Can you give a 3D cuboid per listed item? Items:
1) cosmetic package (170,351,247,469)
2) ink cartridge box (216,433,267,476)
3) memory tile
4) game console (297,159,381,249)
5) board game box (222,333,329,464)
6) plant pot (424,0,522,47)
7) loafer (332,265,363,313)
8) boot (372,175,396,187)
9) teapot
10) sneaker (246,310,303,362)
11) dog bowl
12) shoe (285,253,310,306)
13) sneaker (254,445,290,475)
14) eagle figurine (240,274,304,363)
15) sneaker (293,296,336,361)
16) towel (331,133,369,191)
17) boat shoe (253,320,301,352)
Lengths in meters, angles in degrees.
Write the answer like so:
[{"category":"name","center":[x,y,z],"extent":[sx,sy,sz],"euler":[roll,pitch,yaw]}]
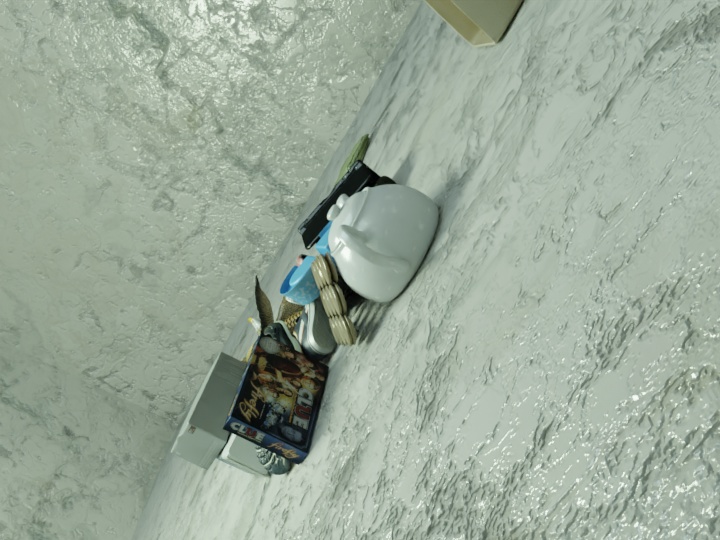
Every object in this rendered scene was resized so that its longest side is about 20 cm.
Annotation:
[{"category":"cosmetic package","center":[-0.282,0.268,1.558],"extent":[0.107,0.090,0.200],"euler":[-55,14,38]},{"category":"ink cartridge box","center":[-0.198,0.302,1.519],"extent":[0.145,0.084,0.200],"euler":[-64,9,-18]},{"category":"memory tile","center":[-0.044,0.048,1.311],"extent":[0.017,0.154,0.200],"euler":[-19,-1,-9]},{"category":"game console","center":[-0.025,-0.116,1.675],"extent":[0.200,0.176,0.116],"euler":[-48,52,8]},{"category":"board game box","center":[-0.132,0.204,1.312],"extent":[0.035,0.135,0.200],"euler":[-55,13,34]},{"category":"plant pot","center":[0.212,-0.541,1.458],"extent":[0.177,0.200,0.200],"euler":[-48,12,8]},{"category":"loafer","center":[0.000,0.000,1.388],"extent":[0.200,0.072,0.063],"euler":[-56,16,17]},{"category":"boot","center":[-0.007,-0.080,1.615],"extent":[0.200,0.073,0.182],"euler":[-46,4,37]},{"category":"teapot","center":[0.017,-0.055,1.228],"extent":[0.200,0.146,0.198],"euler":[-43,22,58]},{"category":"sneaker","center":[-0.130,0.151,1.628],"extent":[0.200,0.090,0.075],"euler":[-29,42,21]},{"category":"dog bowl","center":[-0.066,-0.021,1.471],"extent":[0.200,0.050,0.111],"euler":[-52,17,-10]},{"category":"shoe","center":[-0.090,0.019,1.623],"extent":[0.200,0.071,0.091],"euler":[-2,-70,-77]},{"category":"sneaker","center":[-0.128,0.250,1.362],"extent":[0.078,0.086,0.200],"euler":[-45,41,35]},{"category":"eagle figurine","center":[-0.189,0.121,1.756],"extent":[0.152,0.151,0.200],"euler":[-59,-7,-77]},{"category":"sneaker","center":[-0.079,0.090,1.506],"extent":[0.079,0.078,0.200],"euler":[-47,19,37]},{"category":"towel","center":[-0.032,-0.313,2.430],"extent":[0.148,0.036,0.200],"euler":[-52,14,46]},{"category":"boat shoe","center":[-0.164,0.143,1.501],"extent":[0.199,0.066,0.075],"euler":[-140,49,-64]}]
